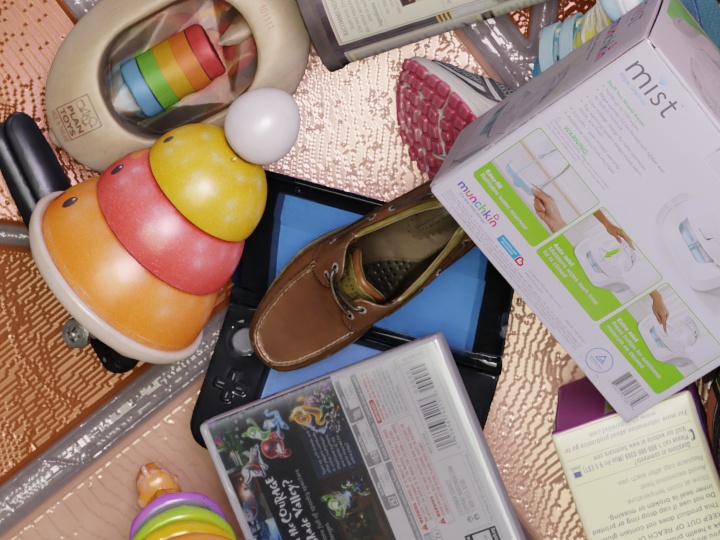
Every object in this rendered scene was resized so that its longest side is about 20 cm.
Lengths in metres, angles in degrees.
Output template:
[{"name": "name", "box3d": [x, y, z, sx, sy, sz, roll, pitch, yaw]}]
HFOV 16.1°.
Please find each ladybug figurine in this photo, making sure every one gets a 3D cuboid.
[{"name": "ladybug figurine", "box3d": [-0.126, -0.139, 1.755, 0.199, 0.072, 0.136, -24, 95, 7]}]

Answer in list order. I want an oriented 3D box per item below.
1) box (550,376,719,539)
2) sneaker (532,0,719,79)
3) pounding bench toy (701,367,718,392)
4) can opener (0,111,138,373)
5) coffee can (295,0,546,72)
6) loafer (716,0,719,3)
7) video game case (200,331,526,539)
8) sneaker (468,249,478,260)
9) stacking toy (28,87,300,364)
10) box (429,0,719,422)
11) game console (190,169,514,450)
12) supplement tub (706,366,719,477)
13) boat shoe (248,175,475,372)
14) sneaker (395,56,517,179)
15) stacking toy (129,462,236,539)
[{"name": "box", "box3d": [0.206, 0.171, 1.709, 0.096, 0.176, 0.201, -18, 95, 8]}, {"name": "sneaker", "box3d": [0.160, -0.149, 1.669, 0.130, 0.200, 0.080, -14, 75, 21]}, {"name": "pounding bench toy", "box3d": [0.325, 0.052, 1.709, 0.199, 0.124, 0.157, -23, 94, 8]}, {"name": "can opener", "box3d": [-0.203, -0.019, 1.793, 0.063, 0.079, 0.201, -34, 90, 47]}, {"name": "coffee can", "box3d": [0.052, -0.231, 1.690, 0.199, 0.146, 0.147, -17, 95, 7]}, {"name": "loafer", "box3d": [0.310, -0.206, 1.704, 0.199, 0.072, 0.073, 0, 98, 6]}, {"name": "video game case", "box3d": [0.009, 0.164, 1.724, 0.181, 0.023, 0.201, -21, 95, 14]}, {"name": "sneaker", "box3d": [0.160, -0.029, 1.738, 0.199, 0.080, 0.078, -10, 96, 6]}, {"name": "stacking toy", "box3d": [-0.110, -0.049, 1.685, 0.146, 0.146, 0.200, 45, 112, -1]}, {"name": "box", "box3d": [0.176, -0.039, 1.569, 0.176, 0.097, 0.200, -36, 103, 27]}, {"name": "game console", "box3d": [-0.007, 0.050, 1.729, 0.199, 0.118, 0.172, 15, 71, 10]}, {"name": "supplement tub", "box3d": [0.274, 0.096, 1.555, 0.122, 0.200, 0.123, 1, 99, 5]}, {"name": "boat shoe", "box3d": [0.000, 0.000, 1.675, 0.200, 0.068, 0.072, -40, 91, 16]}, {"name": "sneaker", "box3d": [0.101, -0.088, 1.716, 0.200, 0.074, 0.081, 32, 133, 35]}, {"name": "stacking toy", "box3d": [-0.122, 0.196, 1.746, 0.109, 0.200, 0.116, -33, 125, 7]}]
